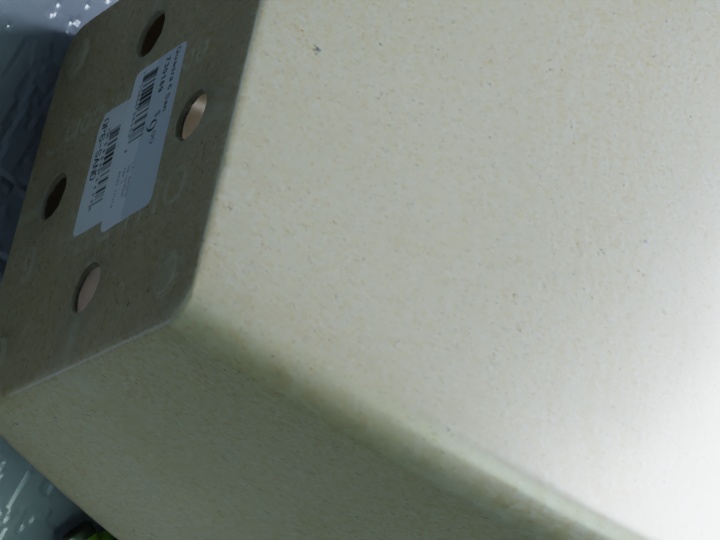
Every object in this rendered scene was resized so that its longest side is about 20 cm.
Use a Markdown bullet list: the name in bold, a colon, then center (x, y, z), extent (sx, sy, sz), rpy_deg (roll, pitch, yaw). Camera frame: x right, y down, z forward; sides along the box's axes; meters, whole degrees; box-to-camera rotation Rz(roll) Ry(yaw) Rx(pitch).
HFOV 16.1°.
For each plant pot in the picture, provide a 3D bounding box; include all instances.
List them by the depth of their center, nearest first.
- **plant pot**: center (0.000, 0.000, 0.773), extent (0.177, 0.200, 0.200), rpy_deg (25, 63, -26)

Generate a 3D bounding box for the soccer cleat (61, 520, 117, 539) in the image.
- **soccer cleat**: center (-0.041, 0.112, 0.882), extent (0.200, 0.065, 0.084), rpy_deg (-25, 122, -36)
